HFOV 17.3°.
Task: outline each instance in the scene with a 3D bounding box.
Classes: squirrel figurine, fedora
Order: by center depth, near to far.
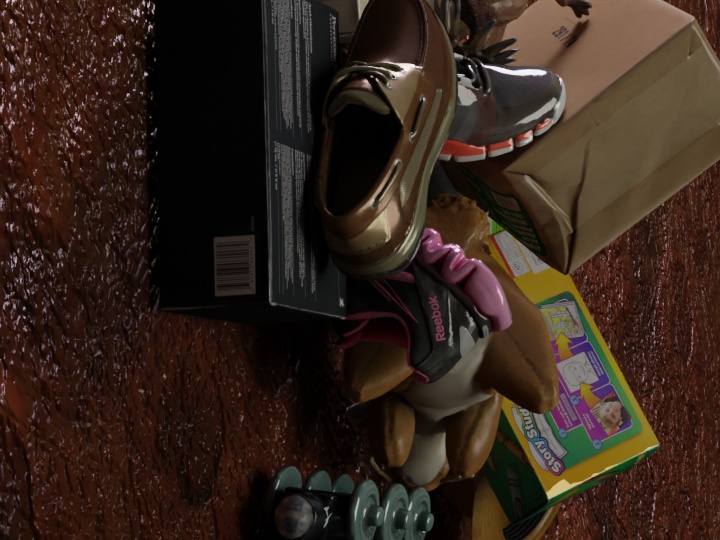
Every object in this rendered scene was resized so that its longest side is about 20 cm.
[{"bbox_3d":[0.048,0.054,1.646,0.187,0.140,0.201,96,-11,-61],"label":"squirrel figurine"},{"bbox_3d":[0.109,0.142,1.871,0.201,0.081,0.202,-44,147,-40],"label":"fedora"}]

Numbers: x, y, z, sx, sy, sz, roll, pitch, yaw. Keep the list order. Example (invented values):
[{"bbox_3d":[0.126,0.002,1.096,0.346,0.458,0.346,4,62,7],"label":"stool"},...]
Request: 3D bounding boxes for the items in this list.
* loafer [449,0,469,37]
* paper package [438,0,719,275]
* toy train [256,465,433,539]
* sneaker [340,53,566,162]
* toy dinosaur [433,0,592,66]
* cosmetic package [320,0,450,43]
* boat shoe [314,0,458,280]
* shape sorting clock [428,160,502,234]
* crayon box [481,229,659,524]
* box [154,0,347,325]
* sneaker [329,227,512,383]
[{"bbox_3d":[0.069,-0.284,1.869,0.067,0.075,0.202,-25,111,-75],"label":"loafer"},{"bbox_3d":[0.158,-0.114,1.733,0.104,0.190,0.200,54,-5,-27],"label":"paper package"},{"bbox_3d":[-0.011,0.194,1.581,0.200,0.085,0.115,20,78,-68],"label":"toy train"},{"bbox_3d":[0.047,-0.124,1.607,0.077,0.199,0.082,-120,-155,-55],"label":"sneaker"},{"bbox_3d":[0.081,-0.215,1.683,0.135,0.085,0.201,-34,111,-48],"label":"toy dinosaur"},{"bbox_3d":[-0.002,-0.213,1.668,0.200,0.073,0.104,-18,103,-69],"label":"cosmetic package"},{"bbox_3d":[0.013,-0.095,1.473,0.074,0.075,0.201,55,35,-53],"label":"boat shoe"},{"bbox_3d":[0.073,-0.019,1.851,0.199,0.039,0.202,4,85,-48],"label":"shape sorting clock"},{"bbox_3d":[0.121,0.072,1.754,0.118,0.058,0.201,-21,79,-35],"label":"crayon box"},{"bbox_3d":[-0.066,-0.072,1.460,0.141,0.078,0.202,14,74,-68],"label":"box"},{"bbox_3d":[0.000,0.000,1.532,0.095,0.200,0.079,-48,153,-10],"label":"sneaker"}]
